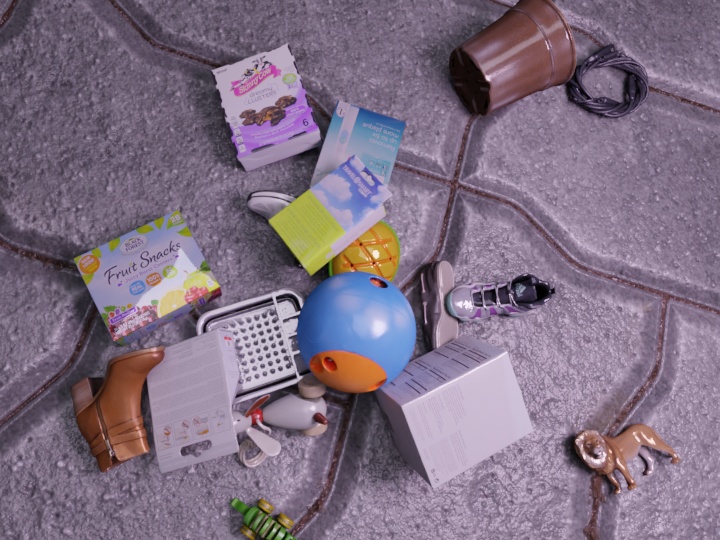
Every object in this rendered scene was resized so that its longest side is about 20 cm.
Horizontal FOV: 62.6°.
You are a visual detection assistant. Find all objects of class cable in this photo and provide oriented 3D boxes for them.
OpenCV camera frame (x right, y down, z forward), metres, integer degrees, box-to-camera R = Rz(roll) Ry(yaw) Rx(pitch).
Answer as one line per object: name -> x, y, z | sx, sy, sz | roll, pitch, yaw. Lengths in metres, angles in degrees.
cable -> 0.561, -0.418, 1.346 | 0.199, 0.051, 0.164 | -36, 86, -19

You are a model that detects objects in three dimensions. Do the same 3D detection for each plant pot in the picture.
plant pot -> 0.307, -0.436, 1.242 | 0.197, 0.200, 0.201 | -32, 80, -8

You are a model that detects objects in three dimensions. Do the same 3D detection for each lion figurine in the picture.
lion figurine -> 0.493, 0.331, 1.101 | 0.199, 0.073, 0.123 | -15, 68, -27

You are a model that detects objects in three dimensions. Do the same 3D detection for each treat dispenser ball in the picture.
treat dispenser ball -> -0.007, 0.102, 0.989 | 0.199, 0.201, 0.203 | 2, 73, -8

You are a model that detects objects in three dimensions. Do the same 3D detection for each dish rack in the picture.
dish rack -> -0.180, 0.136, 1.063 | 0.198, 0.044, 0.173 | -16, 77, -13

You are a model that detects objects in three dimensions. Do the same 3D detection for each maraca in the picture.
maraca -> 0.000, 0.000, 1.102 | 0.136, 0.107, 0.201 | 23, 91, -17

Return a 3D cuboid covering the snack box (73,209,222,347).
snack box -> -0.375, 0.012, 1.058 | 0.199, 0.068, 0.169 | -27, 79, -16

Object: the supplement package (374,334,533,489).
supplement package -> 0.152, 0.230, 1.006 | 0.199, 0.151, 0.153 | -24, 102, -14

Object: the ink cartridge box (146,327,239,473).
ink cartridge box -> -0.271, 0.214, 0.982 | 0.161, 0.050, 0.202 | -20, 74, 18

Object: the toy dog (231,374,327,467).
toy dog -> -0.131, 0.251, 0.982 | 0.199, 0.096, 0.133 | -31, 109, -14

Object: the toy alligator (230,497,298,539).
toy alligator -> -0.132, 0.438, 0.972 | 0.199, 0.054, 0.059 | 36, 72, 3

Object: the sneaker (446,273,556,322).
sneaker -> 0.268, 0.041, 1.090 | 0.198, 0.140, 0.078 | -5, 75, -23

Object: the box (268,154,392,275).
box -> -0.051, -0.101, 1.058 | 0.200, 0.048, 0.122 | -38, 66, -5

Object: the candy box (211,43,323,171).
candy box -> -0.184, -0.321, 1.168 | 0.167, 0.072, 0.201 | -20, 76, 0

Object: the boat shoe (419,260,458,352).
boat shoe -> 0.145, 0.082, 1.130 | 0.067, 0.057, 0.202 | 14, 72, -42

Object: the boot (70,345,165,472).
boot -> -0.377, 0.223, 0.962 | 0.199, 0.077, 0.156 | -29, 75, 8

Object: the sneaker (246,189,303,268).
sneaker -> -0.129, -0.074, 1.117 | 0.199, 0.076, 0.116 | 18, 70, -6

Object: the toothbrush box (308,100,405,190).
toothbrush box -> -0.008, -0.213, 1.173 | 0.145, 0.085, 0.201 | 18, 73, -2
